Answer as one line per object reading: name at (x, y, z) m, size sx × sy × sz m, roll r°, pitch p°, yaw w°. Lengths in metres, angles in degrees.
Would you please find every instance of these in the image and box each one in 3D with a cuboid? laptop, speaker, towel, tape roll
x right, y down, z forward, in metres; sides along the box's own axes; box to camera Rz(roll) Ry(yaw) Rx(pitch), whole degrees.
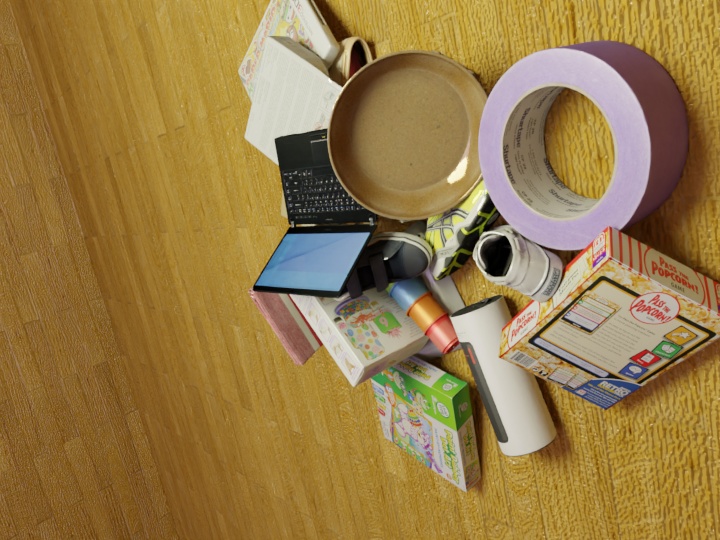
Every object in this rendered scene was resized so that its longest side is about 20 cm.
laptop at (-0.074, -0.080, 0.812) m, size 0.175 × 0.102 × 0.204 m, roll 2°, pitch 106°, yaw 41°
speaker at (0.192, 0.138, 0.822) m, size 0.081 × 0.080 × 0.203 m, roll -21°, pitch 91°, yaw 54°
towel at (-0.077, 0.038, 0.993) m, size 0.023 × 0.200 × 0.146 m, roll -17°, pitch 109°, yaw 48°
tape roll at (0.226, -0.130, 0.638) m, size 0.199 × 0.084 × 0.204 m, roll 28°, pitch 129°, yaw 41°

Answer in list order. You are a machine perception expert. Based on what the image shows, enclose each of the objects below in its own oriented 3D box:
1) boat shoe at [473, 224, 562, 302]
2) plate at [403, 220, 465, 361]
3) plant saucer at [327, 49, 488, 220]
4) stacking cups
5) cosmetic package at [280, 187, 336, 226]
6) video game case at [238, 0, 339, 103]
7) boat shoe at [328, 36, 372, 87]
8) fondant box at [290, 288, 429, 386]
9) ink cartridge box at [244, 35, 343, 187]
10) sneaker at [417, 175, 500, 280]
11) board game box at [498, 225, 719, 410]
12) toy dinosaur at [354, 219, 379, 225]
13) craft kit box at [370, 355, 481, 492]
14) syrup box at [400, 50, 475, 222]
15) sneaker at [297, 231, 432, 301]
boat shoe at (0.167, -0.022, 0.714) m, size 0.200 × 0.064 × 0.075 m, roll -131°, pitch 61°, yaw -78°
plate at (0.077, 0.050, 0.967) m, size 0.199 × 0.032 × 0.203 m, roll -34°, pitch 79°, yaw 54°
plant saucer at (0.059, -0.160, 0.724) m, size 0.036 × 0.196 × 0.204 m, roll -86°, pitch -1°, yaw -60°
stacking cups at (0.070, 0.036, 0.891) m, size 0.201 × 0.060 × 0.061 m, roll 53°, pitch 141°, yaw 22°
cosmetic package at (-0.069, -0.176, 0.979) m, size 0.104 × 0.070 × 0.204 m, roll 24°, pitch 115°, yaw 45°
video game case at (-0.119, -0.326, 0.947) m, size 0.200 × 0.023 × 0.184 m, roll -50°, pitch 55°, yaw 39°
boat shoe at (0.001, -0.237, 0.886) m, size 0.069 × 0.073 × 0.204 m, roll -3°, pitch 104°, yaw 58°
fondant box at (-0.006, 0.057, 0.930) m, size 0.201 × 0.143 × 0.059 m, roll 51°, pitch 140°, yaw 23°
ink cartridge box at (-0.074, -0.215, 0.871) m, size 0.199 × 0.047 × 0.162 m, roll 39°, pitch 126°, yaw 22°
sneaker at (0.128, -0.070, 0.805) m, size 0.077 × 0.075 × 0.201 m, roll 53°, pitch 140°, yaw 19°
board game box at (0.264, 0.061, 0.649) m, size 0.149 × 0.047 × 0.201 m, roll 26°, pitch 138°, yaw -6°
toy dinosaur at (-0.009, -0.142, 0.865) m, size 0.101 × 0.057 × 0.204 m, roll -22°, pitch 79°, yaw 53°
craft kit box at (0.101, 0.233, 0.993) m, size 0.196 × 0.048 × 0.203 m, roll 19°, pitch 132°, yaw 44°
syrup box at (0.077, -0.175, 0.811) m, size 0.079 × 0.080 × 0.203 m, roll 43°, pitch 139°, yaw 36°
sneaker at (0.000, 0.000, 0.841) m, size 0.196 × 0.080 × 0.079 m, roll -2°, pitch 130°, yaw 23°
